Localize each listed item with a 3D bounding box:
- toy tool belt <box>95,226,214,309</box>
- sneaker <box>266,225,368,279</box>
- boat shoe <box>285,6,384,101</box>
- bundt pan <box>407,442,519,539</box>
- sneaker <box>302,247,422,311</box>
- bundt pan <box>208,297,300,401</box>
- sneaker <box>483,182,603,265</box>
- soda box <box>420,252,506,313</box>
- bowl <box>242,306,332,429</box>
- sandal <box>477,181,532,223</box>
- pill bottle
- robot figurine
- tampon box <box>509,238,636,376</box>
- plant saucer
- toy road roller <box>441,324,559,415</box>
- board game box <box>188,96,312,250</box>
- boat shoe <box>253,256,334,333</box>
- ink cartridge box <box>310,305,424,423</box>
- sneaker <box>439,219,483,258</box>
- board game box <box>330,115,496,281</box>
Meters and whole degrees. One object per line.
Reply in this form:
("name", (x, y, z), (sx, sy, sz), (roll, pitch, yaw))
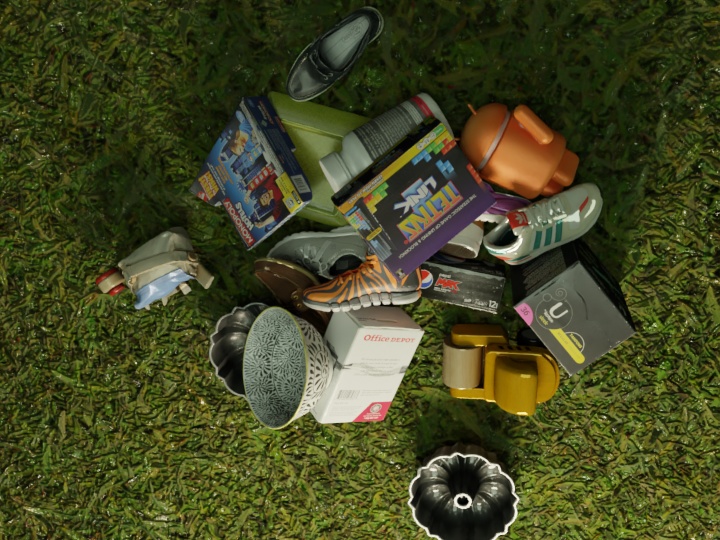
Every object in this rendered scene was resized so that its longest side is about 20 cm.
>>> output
("toy tool belt", (-0.362, 0.018, 1.543), (0.200, 0.125, 0.123), (-31, 94, 18))
("sneaker", (-0.071, -0.021, 1.492), (0.200, 0.082, 0.075), (-15, 143, 13))
("boat shoe", (-0.047, -0.341, 1.392), (0.199, 0.066, 0.075), (-34, 100, 17))
("bundt pan", (0.189, 0.404, 1.614), (0.201, 0.076, 0.202), (3, 110, 7))
("sneaker", (0.000, 0.000, 1.431), (0.200, 0.078, 0.112), (-8, 111, -9))
("bundt pan", (-0.168, 0.138, 1.579), (0.201, 0.076, 0.202), (2, 110, 7))
("sneaker", (0.279, -0.074, 1.357), (0.200, 0.093, 0.070), (-32, 61, 32))
("soda box", (0.144, 0.012, 1.494), (0.200, 0.063, 0.071), (12, 111, 4))
("bowl", (-0.108, 0.163, 1.469), (0.094, 0.201, 0.201), (5, 117, -36))
("sandal", (0.190, -0.120, 1.429), (0.202, 0.083, 0.050), (6, 135, -8))
("pill bottle", (0.040, -0.187, 1.382), (0.200, 0.111, 0.111), (-29, 104, -4))
("robot figurine", (0.242, -0.190, 1.378), (0.200, 0.144, 0.117), (27, 93, -2))
("tampon box", (0.334, 0.042, 1.403), (0.126, 0.200, 0.150), (-38, 100, 19))
("plant saucer", (-0.085, -0.176, 1.469), (0.200, 0.048, 0.200), (16, 111, 2))
("toy road roller", (0.238, 0.174, 1.494), (0.200, 0.146, 0.123), (2, 110, 8))
("board game box", (-0.186, -0.146, 1.443), (0.200, 0.062, 0.200), (-36, 79, 36))
("boat shoe", (-0.104, 0.043, 1.477), (0.072, 0.068, 0.200), (-8, 146, 41))
("ink cartridge box", (0.002, 0.161, 1.524), (0.145, 0.083, 0.200), (6, 116, -38))
("sneaker", (0.112, -0.083, 1.475), (0.200, 0.073, 0.085), (16, 71, 14))
("board game box", (0.082, -0.108, 1.334), (0.200, 0.057, 0.165), (-40, 116, 2))
